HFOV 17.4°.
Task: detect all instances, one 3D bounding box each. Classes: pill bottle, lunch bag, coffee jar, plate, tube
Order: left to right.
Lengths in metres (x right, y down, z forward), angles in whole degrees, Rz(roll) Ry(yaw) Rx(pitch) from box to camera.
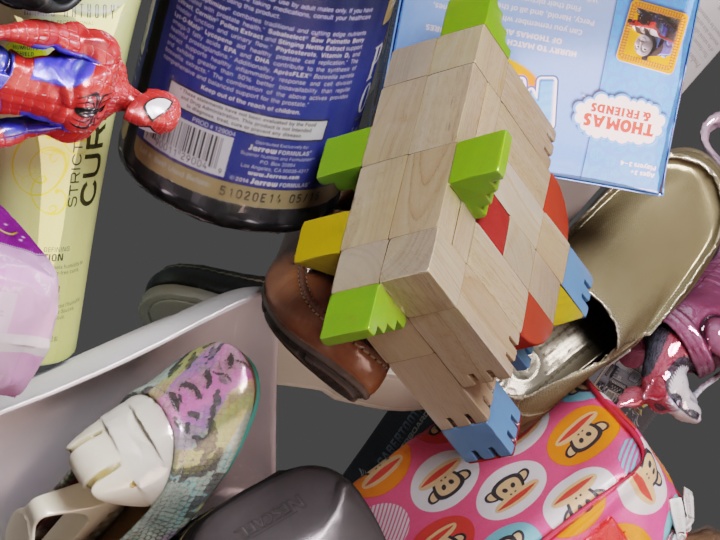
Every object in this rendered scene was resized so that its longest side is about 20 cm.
[{"bbox_3d":[-0.150,-0.052,1.117,0.058,0.052,0.201,-31,137,-56],"label":"tube"},{"bbox_3d":[-0.135,0.095,1.212,0.199,0.032,0.200,-24,148,-19],"label":"plate"},{"bbox_3d":[-0.056,0.158,1.192,0.104,0.086,0.200,-29,176,-20],"label":"coffee jar"},{"bbox_3d":[-0.040,-0.128,1.098,0.111,0.112,0.201,-3,122,-36],"label":"pill bottle"},{"bbox_3d":[0.074,0.148,1.266,0.200,0.176,0.082,-37,118,-2],"label":"lunch bag"}]

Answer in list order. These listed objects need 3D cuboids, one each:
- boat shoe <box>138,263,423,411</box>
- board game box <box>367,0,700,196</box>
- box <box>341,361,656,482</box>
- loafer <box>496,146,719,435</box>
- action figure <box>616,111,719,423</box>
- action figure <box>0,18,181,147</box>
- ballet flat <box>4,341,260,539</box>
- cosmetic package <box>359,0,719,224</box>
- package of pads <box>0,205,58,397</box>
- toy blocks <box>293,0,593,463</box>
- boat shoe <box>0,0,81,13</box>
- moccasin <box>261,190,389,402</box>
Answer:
[{"bbox_3d":[-0.033,0.024,1.264,0.199,0.062,0.073,18,150,-34],"label":"boat shoe"},{"bbox_3d":[0.094,-0.147,1.156,0.151,0.037,0.201,9,98,-10],"label":"board game box"},{"bbox_3d":[0.086,0.103,1.403,0.157,0.051,0.200,27,101,-44],"label":"box"},{"bbox_3d":[0.128,0.013,1.253,0.200,0.076,0.067,-48,-179,-8],"label":"loafer"},{"bbox_3d":[0.212,0.018,1.331,0.200,0.134,0.150,-35,125,-42],"label":"action figure"},{"bbox_3d":[-0.173,-0.085,1.033,0.199,0.052,0.066,7,121,-24],"label":"action figure"},{"bbox_3d":[-0.125,0.111,1.152,0.071,0.069,0.200,7,134,-44],"label":"ballet flat"},{"bbox_3d":[0.102,-0.110,1.245,0.200,0.081,0.113,-47,136,1],"label":"cosmetic package"},{"bbox_3d":[-0.241,-0.005,1.027,0.199,0.120,0.076,8,115,-40],"label":"package of pads"},{"bbox_3d":[0.055,-0.009,1.081,0.100,0.201,0.137,-13,134,30],"label":"toy blocks"},{"bbox_3d":[-0.107,-0.200,1.022,0.074,0.066,0.200,29,96,-39],"label":"boat shoe"},{"bbox_3d":[0.001,0.001,1.150,0.074,0.201,0.078,43,107,-8],"label":"moccasin"}]
